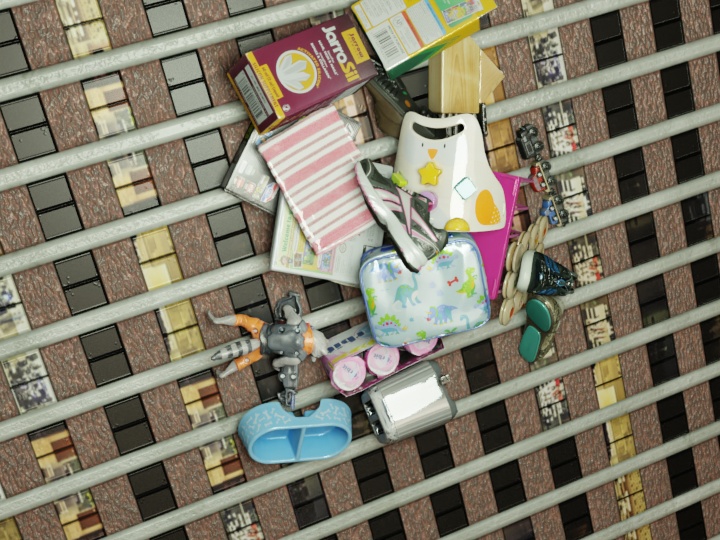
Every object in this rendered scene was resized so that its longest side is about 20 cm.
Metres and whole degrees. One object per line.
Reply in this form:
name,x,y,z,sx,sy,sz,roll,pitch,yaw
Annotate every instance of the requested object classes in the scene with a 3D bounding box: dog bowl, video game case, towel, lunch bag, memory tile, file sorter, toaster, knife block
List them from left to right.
dog bowl,-0.105,0.276,1.657,0.198,0.050,0.112,-1,130,-19
towel,-0.058,-0.142,1.546,0.146,0.030,0.201,-31,98,-18
video game case,-0.046,-0.086,1.575,0.181,0.022,0.202,10,87,-20
toaster,0.080,0.226,1.658,0.128,0.200,0.114,-22,83,-11
lunch bag,0.101,0.025,1.551,0.198,0.083,0.162,-13,104,3
knife block,0.144,-0.295,1.637,0.200,0.064,0.176,44,85,-21
file sorter,0.202,-0.071,1.651,0.125,0.138,0.202,-8,111,-62
memory tile,0.284,-0.003,1.686,0.017,0.200,0.154,14,116,23

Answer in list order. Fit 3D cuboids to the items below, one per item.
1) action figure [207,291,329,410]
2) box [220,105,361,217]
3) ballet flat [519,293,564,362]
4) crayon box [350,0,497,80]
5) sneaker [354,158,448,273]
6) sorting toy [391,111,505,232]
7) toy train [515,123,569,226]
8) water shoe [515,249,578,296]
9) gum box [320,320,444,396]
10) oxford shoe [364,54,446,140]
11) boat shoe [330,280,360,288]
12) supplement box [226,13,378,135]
action figure,-0.145,0.142,1.612,0.192,0.105,0.202,-6,97,-4
box,-0.112,-0.186,1.586,0.159,0.044,0.201,26,92,-21
ballet flat,0.327,0.088,1.740,0.075,0.068,0.201,-34,151,-22
crayon box,0.102,-0.409,1.556,0.199,0.052,0.126,-29,78,4
sneaker,0.066,-0.093,1.500,0.086,0.080,0.201,-30,72,-5
sorting toy,0.122,-0.158,1.548,0.107,0.199,0.182,-19,112,-60
toy train,0.321,-0.163,1.739,0.046,0.034,0.201,-27,108,-7
water shoe,0.319,0.007,1.651,0.078,0.200,0.072,13,96,23
gum box,0.027,0.132,1.661,0.199,0.113,0.067,-25,108,-12
oxford shoe,0.044,-0.268,1.605,0.200,0.073,0.084,50,127,-3
boat shoe,0.000,0.000,1.646,0.199,0.075,0.062,15,98,-22
supplement box,-0.087,-0.302,1.506,0.199,0.086,0.111,-30,94,-30
